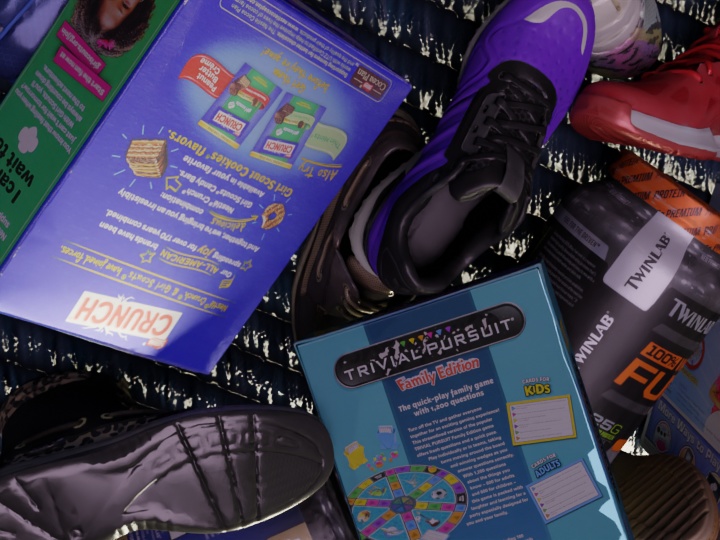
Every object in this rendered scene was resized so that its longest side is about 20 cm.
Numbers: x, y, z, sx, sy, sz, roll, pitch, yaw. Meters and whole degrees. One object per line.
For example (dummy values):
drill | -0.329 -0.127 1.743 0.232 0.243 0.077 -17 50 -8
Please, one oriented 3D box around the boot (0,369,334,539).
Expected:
boot | -0.126 0.098 0.851 0.202 0.154 0.074 -12 108 -8

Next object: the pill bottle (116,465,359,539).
pill bottle | -0.060 0.174 0.917 0.199 0.112 0.112 -24 114 -1

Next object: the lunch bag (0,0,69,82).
lunch bag | -0.162 -0.190 0.741 0.132 0.136 0.200 40 98 -22

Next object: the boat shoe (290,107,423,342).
boat shoe | 0.000 0.000 0.882 0.074 0.073 0.201 1 110 -12

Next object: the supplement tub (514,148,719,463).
supplement tub | 0.146 0.032 0.899 0.122 0.123 0.200 30 103 -20

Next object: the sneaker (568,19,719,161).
sneaker | 0.203 -0.127 0.862 0.199 0.078 0.116 1 102 -47

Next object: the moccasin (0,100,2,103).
moccasin | -0.106 -0.081 0.827 0.199 0.081 0.069 -7 116 -8

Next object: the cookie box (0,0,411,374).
cookie box | -0.096 -0.059 0.740 0.200 0.075 0.171 -54 142 10

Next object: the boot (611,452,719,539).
boot | 0.210 0.201 0.931 0.072 0.200 0.167 -32 100 -6

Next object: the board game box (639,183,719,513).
board game box | 0.264 0.071 0.896 0.056 0.200 0.197 6 110 -18

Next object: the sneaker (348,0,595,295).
sneaker | 0.076 -0.066 0.790 0.069 0.100 0.201 31 97 -19

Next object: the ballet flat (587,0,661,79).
ballet flat | 0.120 -0.186 0.837 0.069 0.071 0.200 -32 114 7

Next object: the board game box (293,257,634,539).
board game box | 0.065 0.112 0.834 0.150 0.047 0.201 -18 91 10
